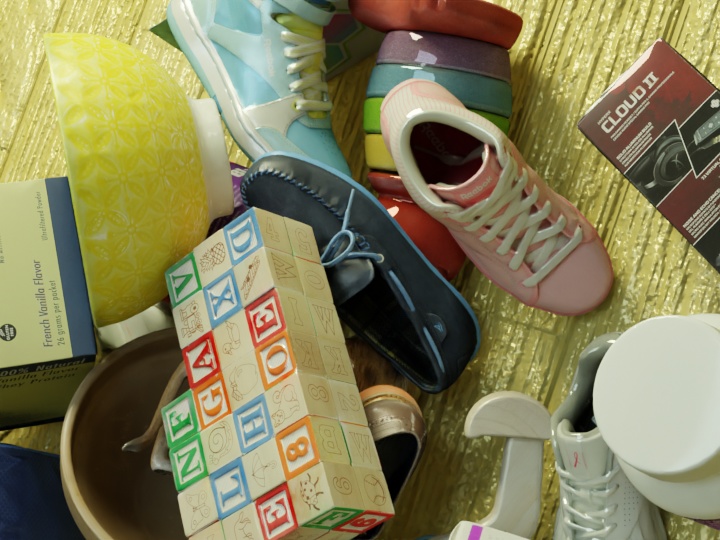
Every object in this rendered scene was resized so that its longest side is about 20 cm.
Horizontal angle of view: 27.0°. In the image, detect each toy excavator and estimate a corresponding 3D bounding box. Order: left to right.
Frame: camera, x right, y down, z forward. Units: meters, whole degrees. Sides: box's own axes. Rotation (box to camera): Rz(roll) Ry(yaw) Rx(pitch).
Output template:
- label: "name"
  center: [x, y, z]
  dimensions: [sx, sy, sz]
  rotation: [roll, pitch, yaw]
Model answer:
- label: "toy excavator"
  center: [0.058, 0.198, 0.965]
  dimensions: [0.198, 0.100, 0.196]
  rotation: [-23, 89, 0]

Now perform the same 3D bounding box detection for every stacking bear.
- label: "stacking bear"
  center: [0.047, -0.086, 1.054]
  dimensions: [0.121, 0.113, 0.203]
  rotation: [12, 94, 55]

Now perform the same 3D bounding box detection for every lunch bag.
- label: "lunch bag"
  center: [-0.312, 0.214, 1.177]
  dimensions: [0.198, 0.135, 0.134]
  rotation: [-9, 70, 33]

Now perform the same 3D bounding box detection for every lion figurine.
- label: "lion figurine"
  center: [-0.057, 0.086, 1.022]
  dimensions: [0.072, 0.198, 0.124]
  rotation: [141, 138, -66]

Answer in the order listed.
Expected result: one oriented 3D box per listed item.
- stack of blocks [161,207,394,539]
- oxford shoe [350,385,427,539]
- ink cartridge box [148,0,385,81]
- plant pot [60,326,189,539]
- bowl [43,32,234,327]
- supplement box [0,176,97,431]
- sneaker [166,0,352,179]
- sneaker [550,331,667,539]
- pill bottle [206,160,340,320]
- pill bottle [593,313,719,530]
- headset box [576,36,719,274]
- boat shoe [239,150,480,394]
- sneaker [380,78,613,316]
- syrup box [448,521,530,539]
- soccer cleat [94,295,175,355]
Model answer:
- label: "stack of blocks"
  center: [-0.064, 0.079, 0.927]
  dimensions: [0.115, 0.058, 0.202]
  rotation: [-32, 60, 30]
- label: "oxford shoe"
  center: [-0.030, 0.163, 0.948]
  dimensions: [0.201, 0.071, 0.073]
  rotation: [-55, 13, 6]
- label: "ink cartridge box"
  center: [-0.053, -0.190, 1.150]
  dimensions: [0.199, 0.104, 0.060]
  rotation: [-27, 62, 23]
- label: "plant pot"
  center: [-0.116, 0.148, 1.073]
  dimensions: [0.093, 0.199, 0.202]
  rotation: [112, 142, -55]
- label: "bowl"
  center: [-0.145, -0.068, 1.015]
  dimensions: [0.106, 0.201, 0.202]
  rotation: [-10, 66, -9]
- label: "supplement box"
  center: [-0.307, 0.038, 1.107]
  dimensions: [0.198, 0.200, 0.136]
  rotation: [-8, 74, -16]
- label: "sneaker"
  center: [-0.041, -0.150, 1.040]
  dimensions: [0.130, 0.079, 0.201]
  rotation: [-40, 77, 23]
- label: "sneaker"
  center: [0.145, 0.132, 0.930]
  dimensions: [0.077, 0.099, 0.202]
  rotation: [-1, 75, 32]
- label: "pill bottle"
  center: [-0.104, -0.025, 1.129]
  dimensions: [0.199, 0.111, 0.112]
  rotation: [22, 88, 35]
- label: "pill bottle"
  center: [0.206, 0.088, 0.842]
  dimensions: [0.111, 0.199, 0.114]
  rotation: [-10, 71, 30]
- label: "headset box"
  center: [0.228, -0.041, 0.898]
  dimensions: [0.077, 0.148, 0.201]
  rotation: [-45, 57, 12]
- label: "boat shoe"
  center: [0.000, 0.000, 0.995]
  dimensions: [0.199, 0.069, 0.084]
  rotation: [37, 132, -4]
- label: "sneaker"
  center: [0.088, -0.037, 0.958]
  dimensions: [0.075, 0.105, 0.200]
  rotation: [-43, 100, 8]
- label: "syrup box"
  center: [0.137, 0.218, 0.865]
  dimensions: [0.198, 0.081, 0.080]
  rotation: [16, 99, 9]
- label: "soccer cleat"
  center: [-0.198, 0.023, 1.205]
  dimensions: [0.200, 0.069, 0.078]
  rotation: [41, 102, 31]
